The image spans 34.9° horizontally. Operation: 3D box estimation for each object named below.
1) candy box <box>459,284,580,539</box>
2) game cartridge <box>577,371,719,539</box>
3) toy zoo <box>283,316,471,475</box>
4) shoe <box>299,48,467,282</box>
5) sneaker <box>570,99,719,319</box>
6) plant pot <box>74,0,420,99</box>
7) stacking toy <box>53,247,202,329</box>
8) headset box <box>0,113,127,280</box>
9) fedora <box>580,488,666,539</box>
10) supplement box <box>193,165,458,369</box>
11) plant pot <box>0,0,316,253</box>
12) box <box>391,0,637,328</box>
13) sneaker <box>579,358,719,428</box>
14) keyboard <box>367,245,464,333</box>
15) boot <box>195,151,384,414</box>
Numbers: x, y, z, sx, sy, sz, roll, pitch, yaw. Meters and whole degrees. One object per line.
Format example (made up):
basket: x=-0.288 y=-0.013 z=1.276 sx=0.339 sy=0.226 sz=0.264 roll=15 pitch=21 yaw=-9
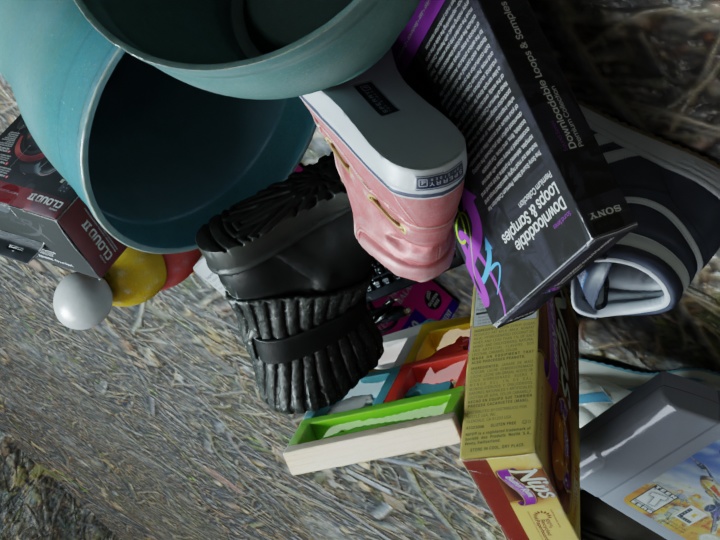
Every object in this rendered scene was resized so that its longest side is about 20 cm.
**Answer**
candy box: x=0.119 y=0.081 z=0.822 sx=0.056 sy=0.200 sz=0.117 roll=-9 pitch=135 yaw=22
game cartridge: x=0.263 y=0.155 z=0.842 sx=0.200 sy=0.042 sz=0.133 roll=32 pitch=136 yaw=-14
toy zoo: x=0.033 y=0.082 z=0.859 sx=0.131 sy=0.200 sz=0.021 roll=-14 pitch=108 yaw=23
shoe: x=0.002 y=-0.082 z=0.711 sx=0.091 sy=0.071 sz=0.200 roll=91 pitch=154 yaw=-43
sneaker: x=0.124 y=-0.043 z=0.709 sx=0.199 sy=0.109 sz=0.070 roll=24 pitch=152 yaw=22
plant pot: x=-0.043 y=-0.178 z=0.623 sx=0.200 sy=0.201 sz=0.134 roll=25 pitch=176 yaw=21
stacking toy: x=-0.205 y=-0.018 z=1.019 sx=0.146 sy=0.200 sz=0.147 roll=13 pitch=128 yaw=17
headset box: x=-0.235 y=-0.087 z=0.966 sx=0.148 sy=0.200 sz=0.075 roll=14 pitch=147 yaw=35
fedora: x=0.232 y=0.197 z=1.000 sx=0.200 sy=0.090 sz=0.177 roll=-18 pitch=126 yaw=45
supplement box: x=-0.031 y=0.014 z=1.002 sx=0.200 sy=0.101 sz=0.103 roll=39 pitch=154 yaw=-9
plant pot: x=-0.159 y=-0.145 z=0.805 sx=0.188 sy=0.200 sz=0.200 roll=37 pitch=159 yaw=33
box: x=0.076 y=-0.082 z=0.671 sx=0.143 sy=0.036 sz=0.201 roll=126 pitch=125 yaw=-64
sneaker: x=0.229 y=0.124 z=0.894 sx=0.200 sy=0.081 sz=0.077 roll=0 pitch=136 yaw=42
keyboard: x=-0.007 y=0.011 z=0.899 sx=0.199 sy=0.040 sz=0.104 roll=-23 pitch=108 yaw=20
boot: x=-0.001 y=-0.001 z=0.826 sx=0.079 sy=0.210 sz=0.158 roll=-117 pitch=2 yaw=-60
